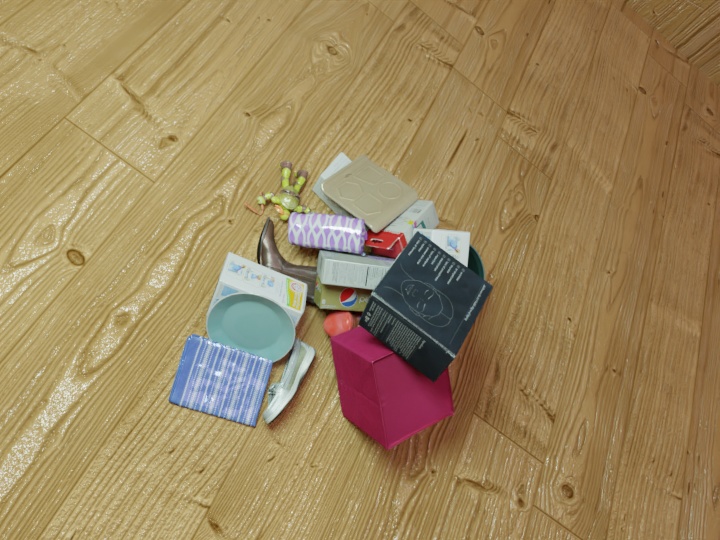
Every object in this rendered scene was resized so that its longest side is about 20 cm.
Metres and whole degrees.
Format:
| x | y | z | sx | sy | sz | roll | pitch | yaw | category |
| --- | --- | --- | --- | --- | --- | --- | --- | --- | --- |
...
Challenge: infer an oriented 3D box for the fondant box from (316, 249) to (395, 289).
| x | y | z | sx | sy | sz | roll | pitch | yaw | category |
| --- | --- | --- | --- | --- | --- | --- | --- | --- | --- |
| 0.000 | 0.000 | 1.235 | 0.192 | 0.144 | 0.061 | 8 | 99 | -12 | fondant box |

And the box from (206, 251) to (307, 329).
| x | y | z | sx | sy | sz | roll | pitch | yaw | category |
| --- | --- | --- | --- | --- | --- | --- | --- | --- | --- |
| -0.229 | 0.066 | 1.188 | 0.194 | 0.114 | 0.103 | 22 | 34 | -14 | box |

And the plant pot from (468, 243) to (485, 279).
| x | y | z | sx | sy | sz | roll | pitch | yaw | category |
| --- | --- | --- | --- | --- | --- | --- | --- | --- | --- |
| 0.209 | 0.017 | 1.393 | 0.192 | 0.134 | 0.209 | -1 | 94 | -17 | plant pot |

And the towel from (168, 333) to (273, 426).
| x | y | z | sx | sy | sz | roll | pitch | yaw | category |
| --- | --- | --- | --- | --- | --- | --- | --- | --- | --- |
| -0.297 | 0.236 | 1.141 | 0.194 | 0.024 | 0.150 | 20 | 78 | -15 | towel |

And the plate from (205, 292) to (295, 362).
| x | y | z | sx | sy | sz | roll | pitch | yaw | category |
| --- | --- | --- | --- | --- | --- | --- | --- | --- | --- |
| -0.235 | 0.124 | 1.149 | 0.194 | 0.203 | 0.026 | 22 | 31 | -14 | plate |

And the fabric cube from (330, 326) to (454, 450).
| x | y | z | sx | sy | sz | roll | pitch | yaw | category |
| --- | --- | --- | --- | --- | --- | --- | --- | --- | --- |
| 0.069 | 0.236 | 1.186 | 0.191 | 0.197 | 0.208 | -16 | 105 | -28 | fabric cube |

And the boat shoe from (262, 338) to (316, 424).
| x | y | z | sx | sy | sz | roll | pitch | yaw | category |
| --- | --- | --- | --- | --- | --- | --- | --- | --- | --- |
| -0.168 | 0.247 | 1.189 | 0.064 | 0.075 | 0.205 | 31 | 57 | -2 | boat shoe |

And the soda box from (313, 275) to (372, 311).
| x | y | z | sx | sy | sz | roll | pitch | yaw | category |
| --- | --- | --- | --- | --- | --- | --- | --- | --- | --- |
| -0.010 | 0.057 | 1.268 | 0.192 | 0.068 | 0.067 | 5 | 101 | -21 | soda box |

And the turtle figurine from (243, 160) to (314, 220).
| x | y | z | sx | sy | sz | roll | pitch | yaw | category |
| --- | --- | --- | --- | --- | --- | --- | --- | --- | --- |
| -0.191 | -0.194 | 1.350 | 0.193 | 0.064 | 0.167 | 16 | 65 | -18 | turtle figurine |

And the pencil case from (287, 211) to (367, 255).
| x | y | z | sx | sy | sz | roll | pitch | yaw | category |
| --- | --- | --- | --- | --- | --- | --- | --- | --- | --- |
| -0.077 | -0.092 | 1.258 | 0.192 | 0.086 | 0.087 | 8 | 104 | 6 | pencil case |

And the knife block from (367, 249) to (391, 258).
| x | y | z | sx | sy | sz | roll | pitch | yaw | category |
| --- | --- | --- | --- | --- | --- | --- | --- | --- | --- |
| 0.104 | -0.048 | 1.429 | 0.174 | 0.064 | 0.203 | -35 | 86 | -30 | knife block |

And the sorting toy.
| x | y | z | sx | sy | sz | roll | pitch | yaw | category |
| --- | --- | --- | --- | --- | --- | --- | --- | --- | --- |
| 0.023 | -0.195 | 1.347 | 0.199 | 0.037 | 0.184 | 39 | 57 | 20 | sorting toy |

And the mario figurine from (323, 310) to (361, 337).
| x | y | z | sx | sy | sz | roll | pitch | yaw | category |
| --- | --- | --- | --- | --- | --- | --- | --- | --- | --- |
| -0.006 | 0.146 | 1.312 | 0.194 | 0.123 | 0.110 | 10 | 107 | -29 | mario figurine |

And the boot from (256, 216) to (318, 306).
| x | y | z | sx | sy | sz | roll | pitch | yaw | category |
| --- | --- | --- | --- | --- | --- | --- | --- | --- | --- |
| -0.158 | -0.019 | 1.298 | 0.193 | 0.064 | 0.194 | 11 | 79 | -17 | boot |

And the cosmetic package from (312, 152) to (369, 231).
| x | y | z | sx | sy | sz | roll | pitch | yaw | category |
| --- | --- | --- | --- | --- | --- | --- | --- | --- | --- |
| -0.020 | -0.197 | 1.421 | 0.199 | 0.081 | 0.114 | 41 | 58 | -3 | cosmetic package |

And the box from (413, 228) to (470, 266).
| x | y | z | sx | sy | sz | roll | pitch | yaw | category |
| --- | --- | --- | --- | --- | --- | --- | --- | --- | --- |
| 0.181 | 0.010 | 1.246 | 0.097 | 0.112 | 0.209 | 3 | 94 | -19 | box |

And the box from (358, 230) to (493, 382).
| x | y | z | sx | sy | sz | roll | pitch | yaw | category |
| --- | --- | --- | --- | --- | --- | --- | --- | --- | --- |
| 0.131 | 0.069 | 1.067 | 0.194 | 0.125 | 0.201 | 35 | 54 | 9 | box |

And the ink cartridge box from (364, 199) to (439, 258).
| x | y | z | sx | sy | sz | roll | pitch | yaw | category |
| --- | --- | --- | --- | --- | --- | --- | --- | --- | --- |
| 0.096 | -0.096 | 1.333 | 0.200 | 0.114 | 0.069 | -45 | 127 | -30 | ink cartridge box |

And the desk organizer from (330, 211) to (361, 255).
| x | y | z | sx | sy | sz | roll | pitch | yaw | category |
| --- | --- | --- | --- | --- | --- | --- | --- | --- | --- |
| -0.039 | -0.036 | 1.348 | 0.070 | 0.077 | 0.206 | -26 | 90 | -12 | desk organizer |
